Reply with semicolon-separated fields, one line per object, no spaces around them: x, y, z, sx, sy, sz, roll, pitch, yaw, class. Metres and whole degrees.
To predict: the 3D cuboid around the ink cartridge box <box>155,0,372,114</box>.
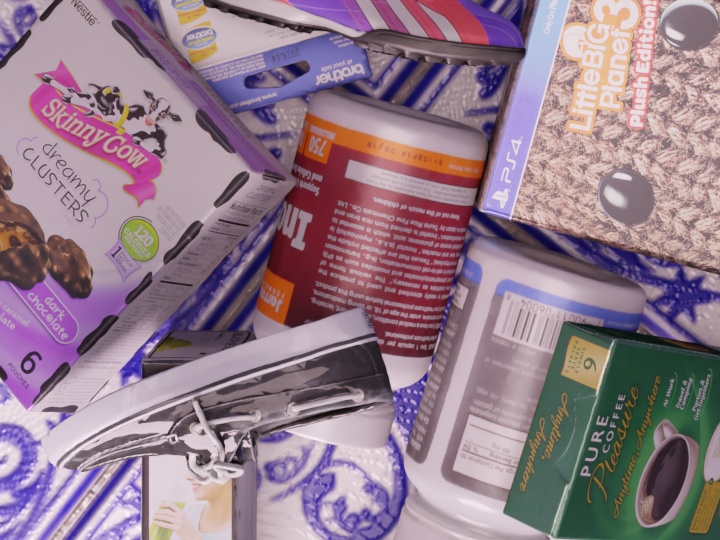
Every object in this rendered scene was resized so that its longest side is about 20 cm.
-0.072;-0.200;1.306;0.119;0.042;0.201;-15;95;3;ink cartridge box

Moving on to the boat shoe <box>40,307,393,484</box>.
-0.079;0.085;1.211;0.199;0.074;0.068;-19;81;-4;boat shoe

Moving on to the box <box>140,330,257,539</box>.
-0.098;0.142;1.314;0.060;0.117;0.201;2;99;3;box

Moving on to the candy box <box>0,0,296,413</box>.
-0.167;-0.044;1.275;0.200;0.072;0.168;-46;72;13;candy box

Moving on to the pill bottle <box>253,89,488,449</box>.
0.000;0.000;1.293;0.113;0.113;0.201;15;97;-1;pill bottle

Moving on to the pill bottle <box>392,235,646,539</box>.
0.092;0.090;1.303;0.113;0.114;0.201;17;98;-1;pill bottle

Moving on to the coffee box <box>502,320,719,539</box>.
0.175;0.100;1.274;0.044;0.200;0.123;23;100;42;coffee box

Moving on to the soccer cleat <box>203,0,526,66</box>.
0.004;-0.165;1.240;0.199;0.068;0.073;16;96;17;soccer cleat

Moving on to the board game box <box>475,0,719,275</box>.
0.184;-0.091;1.285;0.199;0.097;0.160;14;98;-1;board game box
